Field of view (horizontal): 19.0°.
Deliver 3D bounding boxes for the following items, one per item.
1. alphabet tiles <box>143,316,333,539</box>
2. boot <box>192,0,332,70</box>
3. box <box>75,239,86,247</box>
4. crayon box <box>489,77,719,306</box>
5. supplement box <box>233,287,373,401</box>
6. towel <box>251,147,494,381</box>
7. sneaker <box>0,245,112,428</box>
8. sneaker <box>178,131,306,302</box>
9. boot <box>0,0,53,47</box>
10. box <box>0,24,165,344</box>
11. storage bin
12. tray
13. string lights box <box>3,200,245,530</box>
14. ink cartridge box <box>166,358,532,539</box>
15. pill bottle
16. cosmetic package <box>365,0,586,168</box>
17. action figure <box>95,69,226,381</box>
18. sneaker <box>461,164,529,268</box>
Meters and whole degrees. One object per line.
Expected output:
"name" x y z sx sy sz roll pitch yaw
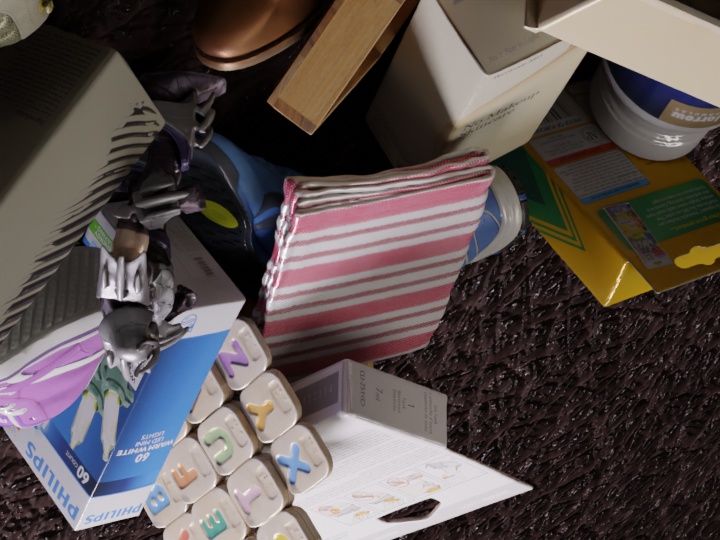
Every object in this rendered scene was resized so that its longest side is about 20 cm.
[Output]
"alphabet tiles" -0.100 0.123 1.449 0.015 0.201 0.195 -23 169 -44
"boot" -0.050 -0.220 1.204 0.200 0.074 0.155 -51 151 -3
"box" -0.270 0.020 1.283 0.159 0.046 0.200 -48 150 11
"crayon box" 0.189 -0.051 1.571 0.125 0.200 0.052 -17 144 -35
"supplement box" -0.058 0.078 1.581 0.125 0.074 0.201 -33 150 -12
"towel" 0.000 0.000 1.422 0.145 0.030 0.201 -11 144 -24
"sneaker" -0.228 0.065 1.275 0.199 0.073 0.115 -17 145 -38
"sneaker" -0.070 -0.049 1.425 0.079 0.066 0.200 -61 150 -19
"boot" -0.176 -0.195 1.084 0.199 0.072 0.155 -32 149 -7
"box" -0.201 -0.037 1.180 0.201 0.082 0.069 -55 142 -17
"storage bin" 0.209 -0.216 1.319 0.199 0.200 0.093 18 157 -31
"tray" 0.005 -0.154 1.287 0.099 0.037 0.200 -54 -178 21
"string lights box" -0.158 0.062 1.413 0.059 0.103 0.201 -9 137 -44
"ink cartridge box" -0.009 0.134 1.500 0.175 0.045 0.199 23 146 -36
"pill bottle" 0.238 -0.169 1.512 0.115 0.116 0.200 -25 161 -26
"cosmetic package" 0.079 -0.132 1.403 0.103 0.073 0.200 -28 168 -19
"action figure" -0.120 -0.024 1.246 0.069 0.201 0.131 9 141 -11
"sneaker" 0.034 -0.014 1.538 0.077 0.076 0.200 -13 159 -40
